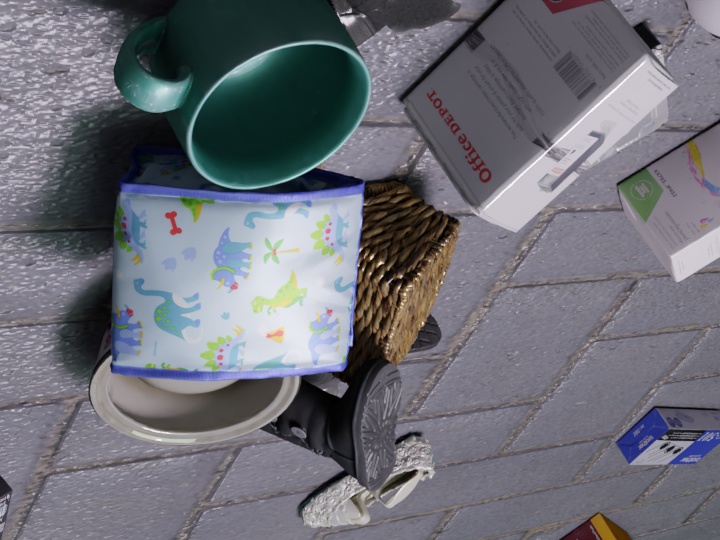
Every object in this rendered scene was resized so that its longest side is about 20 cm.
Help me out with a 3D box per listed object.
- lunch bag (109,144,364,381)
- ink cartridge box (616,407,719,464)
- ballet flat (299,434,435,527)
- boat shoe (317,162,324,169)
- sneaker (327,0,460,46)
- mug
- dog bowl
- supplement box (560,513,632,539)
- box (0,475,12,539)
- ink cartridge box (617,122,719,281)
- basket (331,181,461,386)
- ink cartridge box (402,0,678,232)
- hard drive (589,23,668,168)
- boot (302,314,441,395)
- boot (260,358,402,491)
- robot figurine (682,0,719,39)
[{"bbox_3d":[-0.100,-0.004,1.177,0.198,0.128,0.171,5,113,-2],"label":"lunch bag"},{"bbox_3d":[0.498,0.263,2.252,0.199,0.044,0.094,7,134,-46],"label":"ink cartridge box"},{"bbox_3d":[0.011,0.286,1.842,0.199,0.072,0.072,-34,149,6],"label":"ballet flat"},{"bbox_3d":[-0.071,-0.044,1.271,0.072,0.072,0.201,15,132,-7],"label":"boat shoe"},{"bbox_3d":[0.016,-0.240,1.108,0.104,0.060,0.200,-30,154,0],"label":"sneaker"},{"bbox_3d":[-0.089,-0.160,1.071,0.152,0.115,0.185,-35,148,8],"label":"mug"},{"bbox_3d":[-0.158,0.082,1.353,0.198,0.074,0.201,-6,142,-5],"label":"dog bowl"},{"bbox_3d":[0.396,0.551,2.486,0.200,0.133,0.197,-37,149,9],"label":"supplement box"},{"bbox_3d":[-0.438,0.298,1.438,0.157,0.050,0.201,-31,155,-39],"label":"box"},{"bbox_3d":[0.404,-0.092,1.593,0.199,0.117,0.067,-32,147,1],"label":"ink cartridge box"},{"bbox_3d":[0.000,0.000,1.429,0.143,0.148,0.201,-50,165,-39],"label":"basket"},{"bbox_3d":[0.155,-0.155,1.260,0.200,0.146,0.085,-42,149,18],"label":"ink cartridge box"},{"bbox_3d":[0.214,-0.147,1.430,0.199,0.038,0.140,-31,149,-3],"label":"hard drive"},{"bbox_3d":[-0.018,0.100,1.564,0.198,0.070,0.132,-5,145,-19],"label":"boot"},{"bbox_3d":[-0.058,0.119,1.435,0.066,0.199,0.166,-37,143,-40],"label":"boot"},{"bbox_3d":[0.383,-0.285,1.301,0.199,0.125,0.151,-18,112,-21],"label":"robot figurine"}]
